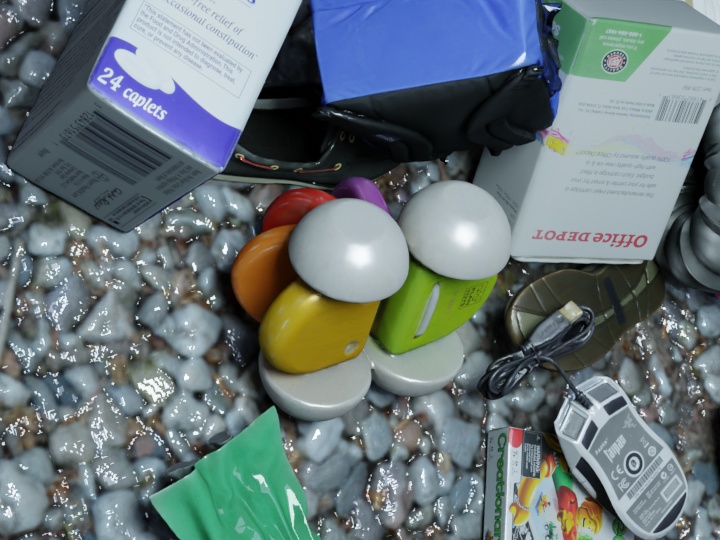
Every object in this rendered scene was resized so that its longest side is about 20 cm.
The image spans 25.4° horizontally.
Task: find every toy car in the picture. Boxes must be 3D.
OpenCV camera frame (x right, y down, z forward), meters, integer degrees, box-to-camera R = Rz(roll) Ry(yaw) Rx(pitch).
[{"bbox_3d":[0.000,0.000,1.149,0.199,0.176,0.150,-11,48,-31],"label":"toy car"}]

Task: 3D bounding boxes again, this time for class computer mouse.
[{"bbox_3d":[0.177,0.124,1.226,0.110,0.044,0.201,-43,107,-24],"label":"computer mouse"}]

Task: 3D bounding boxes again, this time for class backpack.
[{"bbox_3d":[0.064,-0.165,1.119,0.161,0.200,0.169,-4,78,14],"label":"backpack"}]

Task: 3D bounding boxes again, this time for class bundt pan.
[{"bbox_3d":[0.288,-0.074,1.295,0.075,0.202,0.204,2,78,-17],"label":"bundt pan"}]

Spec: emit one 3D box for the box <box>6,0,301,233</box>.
[{"bbox_3d":[-0.129,-0.150,1.074,0.105,0.184,0.201,30,66,-20],"label":"box"}]

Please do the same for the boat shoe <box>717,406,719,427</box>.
[{"bbox_3d":[0.384,0.152,1.378,0.199,0.075,0.094,-4,98,-31],"label":"boat shoe"}]

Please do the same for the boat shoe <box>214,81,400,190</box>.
[{"bbox_3d":[-0.031,-0.102,1.191,0.200,0.063,0.074,-4,79,-34],"label":"boat shoe"}]

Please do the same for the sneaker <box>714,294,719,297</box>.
[{"bbox_3d":[0.393,0.041,1.398,0.200,0.081,0.075,37,79,-3],"label":"sneaker"}]

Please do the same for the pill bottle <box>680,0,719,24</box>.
[{"bbox_3d":[0.216,-0.207,1.326,0.199,0.111,0.112,0,79,-30],"label":"pill bottle"}]

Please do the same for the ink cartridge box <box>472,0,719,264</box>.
[{"bbox_3d":[0.184,-0.111,1.242,0.144,0.088,0.201,1,118,-28],"label":"ink cartridge box"}]

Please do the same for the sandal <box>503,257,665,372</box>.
[{"bbox_3d":[0.176,0.028,1.291,0.200,0.054,0.082,-29,100,-46],"label":"sandal"}]

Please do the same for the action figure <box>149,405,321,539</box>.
[{"bbox_3d":[-0.064,0.211,1.107,0.118,0.055,0.201,-32,103,-33],"label":"action figure"}]

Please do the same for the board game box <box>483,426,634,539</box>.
[{"bbox_3d":[0.153,0.230,1.238,0.125,0.035,0.202,12,73,-28],"label":"board game box"}]
